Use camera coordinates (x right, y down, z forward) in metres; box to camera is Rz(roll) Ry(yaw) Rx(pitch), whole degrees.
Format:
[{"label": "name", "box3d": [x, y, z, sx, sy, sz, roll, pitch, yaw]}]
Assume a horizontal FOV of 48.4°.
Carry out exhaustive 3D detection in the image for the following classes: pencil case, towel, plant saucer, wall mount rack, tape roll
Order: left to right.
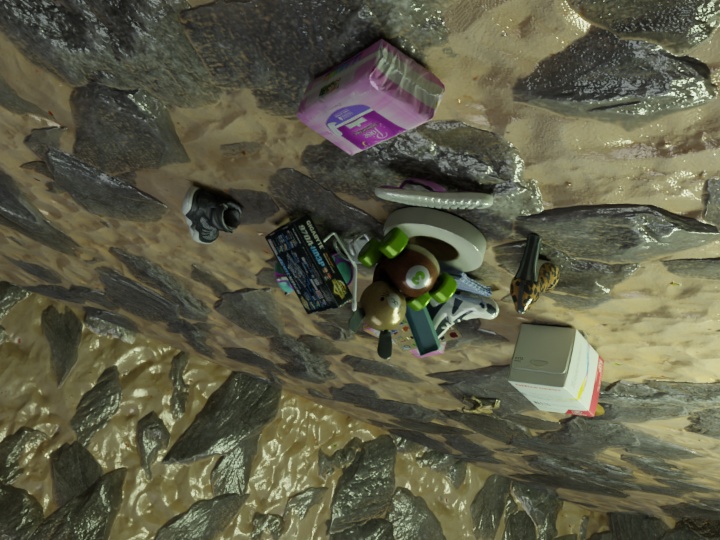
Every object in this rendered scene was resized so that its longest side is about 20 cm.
[{"label": "pencil case", "box3d": [-0.110, 0.007, 1.841, 0.198, 0.086, 0.092, -5, -167, 44]}, {"label": "wall mount rack", "box3d": [0.000, 0.000, 1.673, 0.199, 0.075, 0.175, 5, 132, 54]}, {"label": "plant saucer", "box3d": [0.119, 0.082, 1.741, 0.019, 0.203, 0.070, -18, 174, -36]}, {"label": "tape roll", "box3d": [0.142, -0.057, 1.539, 0.200, 0.038, 0.203, 17, 160, 6]}, {"label": "towel", "box3d": [0.178, 0.014, 1.643, 0.143, 0.024, 0.199, 13, 174, 28]}]

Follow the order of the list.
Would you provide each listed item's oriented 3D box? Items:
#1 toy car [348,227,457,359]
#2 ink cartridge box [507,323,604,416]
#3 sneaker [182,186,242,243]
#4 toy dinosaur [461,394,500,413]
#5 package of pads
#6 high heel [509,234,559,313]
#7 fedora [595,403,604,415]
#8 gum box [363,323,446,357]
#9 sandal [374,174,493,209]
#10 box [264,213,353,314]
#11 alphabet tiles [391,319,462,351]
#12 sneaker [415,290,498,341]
[{"label": "toy car", "box3d": [0.055, 0.056, 1.502, 0.164, 0.201, 0.157, 41, 150, -16]}, {"label": "ink cartridge box", "box3d": [0.455, 0.231, 1.858, 0.144, 0.147, 0.200, 2, 155, 38]}, {"label": "sneaker", "box3d": [-0.313, -0.104, 1.745, 0.112, 0.076, 0.201, 17, 157, 10]}, {"label": "toy dinosaur", "box3d": [0.378, 0.447, 2.610, 0.100, 0.059, 0.200, 22, 160, -14]}, {"label": "package of pads", "box3d": [0.012, -0.238, 1.126, 0.120, 0.077, 0.199, 30, 157, -27]}, {"label": "high heel", "box3d": [0.318, 0.041, 1.486, 0.070, 0.144, 0.200, 7, 157, 26]}, {"label": "fedora", "box3d": [0.548, 0.316, 2.093, 0.198, 0.083, 0.201, 17, 165, 5]}, {"label": "gum box", "box3d": [0.112, 0.152, 2.058, 0.198, 0.067, 0.113, 28, 156, -23]}, {"label": "sandal", "box3d": [0.123, -0.135, 1.347, 0.199, 0.051, 0.082, 6, 175, -3]}, {"label": "box", "box3d": [-0.111, -0.009, 1.702, 0.202, 0.046, 0.158, 61, 151, -7]}, {"label": "alphabet tiles", "box3d": [0.133, 0.123, 1.939, 0.165, 0.008, 0.201, -16, 134, 24]}, {"label": "sneaker", "box3d": [0.200, 0.106, 1.751, 0.196, 0.132, 0.079, 12, -157, 17]}]
